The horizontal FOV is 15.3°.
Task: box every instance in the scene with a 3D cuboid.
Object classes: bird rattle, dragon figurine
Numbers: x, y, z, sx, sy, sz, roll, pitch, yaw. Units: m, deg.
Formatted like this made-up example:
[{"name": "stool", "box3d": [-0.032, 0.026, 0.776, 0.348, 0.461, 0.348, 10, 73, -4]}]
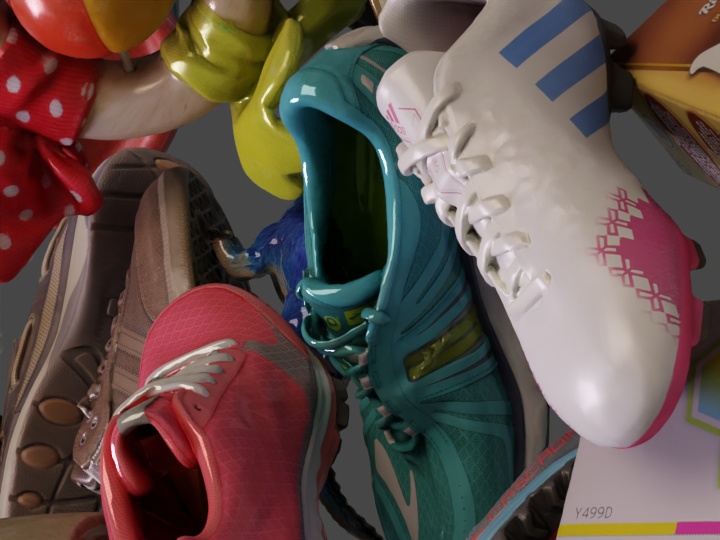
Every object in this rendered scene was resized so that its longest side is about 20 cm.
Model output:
[{"name": "bird rattle", "box3d": [-0.098, -0.094, 1.014, 0.199, 0.164, 0.113, -5, 37, 19]}, {"name": "dragon figurine", "box3d": [0.000, 0.000, 1.017, 0.099, 0.059, 0.201, -38, 40, 25]}]

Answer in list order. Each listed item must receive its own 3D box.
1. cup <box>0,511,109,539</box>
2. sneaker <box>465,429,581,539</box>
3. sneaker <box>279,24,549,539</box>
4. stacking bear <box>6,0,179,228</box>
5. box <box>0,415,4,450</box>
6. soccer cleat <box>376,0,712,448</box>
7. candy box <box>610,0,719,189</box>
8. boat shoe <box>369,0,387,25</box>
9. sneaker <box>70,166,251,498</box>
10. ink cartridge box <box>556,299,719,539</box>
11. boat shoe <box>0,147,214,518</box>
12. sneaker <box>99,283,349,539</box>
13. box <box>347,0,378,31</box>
[{"name": "cup", "box3d": [-0.117, 0.165, 0.927, 0.143, 0.200, 0.201, -37, 41, 17]}, {"name": "sneaker", "box3d": [0.023, 0.128, 0.885, 0.201, 0.079, 0.095, -56, 35, 3]}, {"name": "sneaker", "box3d": [0.009, 0.018, 0.919, 0.077, 0.079, 0.201, -2, 102, 40]}, {"name": "stacking bear", "box3d": [-0.143, -0.133, 1.240, 0.114, 0.121, 0.200, -38, 33, 13]}, {"name": "box", "box3d": [-0.221, 0.152, 1.118, 0.132, 0.115, 0.201, -11, 58, 43]}, {"name": "soccer cleat", "box3d": [0.046, -0.023, 0.825, 0.201, 0.086, 0.070, -100, 32, -50]}, {"name": "candy box", "box3d": [0.162, -0.069, 0.820, 0.117, 0.056, 0.200, -44, 19, -4]}, {"name": "boat shoe", "box3d": [0.047, -0.081, 0.970, 0.065, 0.073, 0.201, -21, 88, 16]}, {"name": "sneaker", "box3d": [-0.082, 0.051, 1.041, 0.075, 0.070, 0.201, -17, 56, 14]}, {"name": "ink cartridge box", "box3d": [0.151, 0.022, 0.814, 0.147, 0.076, 0.201, -7, 61, 46]}, {"name": "boat shoe", "box3d": [-0.109, 0.050, 1.110, 0.073, 0.074, 0.201, -28, 42, 60]}, {"name": "sneaker", "box3d": [-0.051, 0.059, 0.915, 0.074, 0.087, 0.201, -30, 37, 13]}, {"name": "box", "box3d": [0.026, -0.187, 1.008, 0.200, 0.193, 0.048, -36, 42, 25]}]
